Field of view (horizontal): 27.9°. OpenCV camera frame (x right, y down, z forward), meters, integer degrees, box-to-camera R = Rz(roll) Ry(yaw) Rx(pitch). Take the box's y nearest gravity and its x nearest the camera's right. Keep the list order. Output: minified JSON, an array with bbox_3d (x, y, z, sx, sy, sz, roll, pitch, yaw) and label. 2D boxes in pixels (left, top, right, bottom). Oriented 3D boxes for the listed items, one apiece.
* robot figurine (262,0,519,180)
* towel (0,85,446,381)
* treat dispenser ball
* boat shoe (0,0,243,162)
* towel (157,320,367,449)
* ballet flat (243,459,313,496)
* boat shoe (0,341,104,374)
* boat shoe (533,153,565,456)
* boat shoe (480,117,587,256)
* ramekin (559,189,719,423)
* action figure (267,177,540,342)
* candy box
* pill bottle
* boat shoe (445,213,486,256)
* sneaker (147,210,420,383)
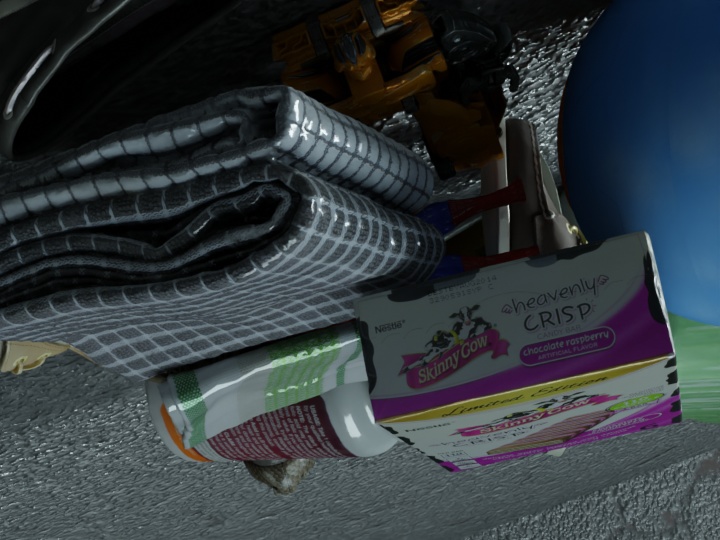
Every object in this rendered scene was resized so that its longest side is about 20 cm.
[{"bbox_3d":[0.012,-0.086,0.752,0.144,0.058,0.200,-22,162,6],"label":"robot figurine"},{"bbox_3d":[-0.077,-0.009,0.657,0.199,0.086,0.165,-15,170,22],"label":"towel"},{"bbox_3d":[0.204,-0.071,0.765,0.200,0.202,0.201,-18,162,-6],"label":"treat dispenser ball"},{"bbox_3d":[-0.080,-0.110,0.587,0.199,0.057,0.067,-28,160,23],"label":"boat shoe"},{"bbox_3d":[-0.011,0.053,0.803,0.199,0.031,0.149,-16,171,-8],"label":"towel"},{"bbox_3d":[-0.068,0.115,1.100,0.067,0.047,0.200,-21,-158,-4],"label":"ballet flat"},{"bbox_3d":[-0.190,0.019,0.743,0.073,0.070,0.200,3,159,38],"label":"boat shoe"},{"bbox_3d":[0.101,0.019,0.944,0.067,0.201,0.072,2,170,-2],"label":"boat shoe"},{"bbox_3d":[0.108,0.003,0.880,0.059,0.201,0.072,-4,174,0],"label":"boat shoe"},{"bbox_3d":[0.210,0.013,1.034,0.097,0.201,0.200,-4,157,-21],"label":"ramekin"},{"bbox_3d":[0.000,0.000,0.814,0.199,0.066,0.052,-14,177,6],"label":"action figure"},{"bbox_3d":[0.086,0.048,0.714,0.136,0.061,0.200,-14,163,10],"label":"candy box"},{"bbox_3d":[-0.033,0.069,0.969,0.199,0.115,0.114,-5,170,26],"label":"pill bottle"},{"bbox_3d":[0.049,0.010,1.041,0.201,0.075,0.086,-30,160,23],"label":"boat shoe"},{"bbox_3d":[-0.042,0.024,0.883,0.199,0.071,0.076,-21,165,5],"label":"sneaker"}]
